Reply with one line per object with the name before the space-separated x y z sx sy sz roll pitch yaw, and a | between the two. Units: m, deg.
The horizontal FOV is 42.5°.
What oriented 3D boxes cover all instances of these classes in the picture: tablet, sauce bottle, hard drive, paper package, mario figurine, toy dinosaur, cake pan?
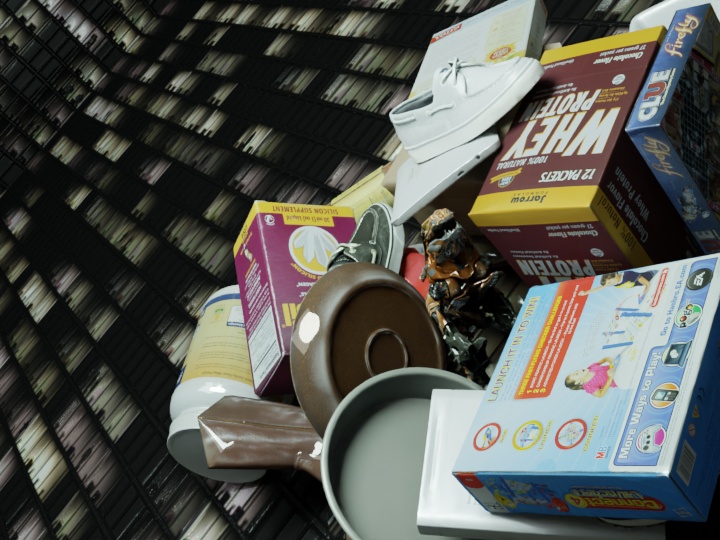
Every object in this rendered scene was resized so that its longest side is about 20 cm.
tablet | 0.084 -0.116 0.949 0.129 0.014 0.201 -38 15 17
sauce bottle | -0.017 -0.074 1.269 0.198 0.066 0.067 -31 36 22
hard drive | 0.152 0.164 0.785 0.196 0.027 0.134 -1 50 15
paper package | 0.150 -0.147 1.074 0.189 0.103 0.202 6 60 50
mario figurine | 0.050 0.032 1.097 0.199 0.104 0.126 -164 78 -65
toy dinosaur | 0.107 0.032 0.901 0.102 0.200 0.136 -43 48 -1
cake pan | 0.060 0.183 0.835 0.196 0.037 0.203 4 53 -6

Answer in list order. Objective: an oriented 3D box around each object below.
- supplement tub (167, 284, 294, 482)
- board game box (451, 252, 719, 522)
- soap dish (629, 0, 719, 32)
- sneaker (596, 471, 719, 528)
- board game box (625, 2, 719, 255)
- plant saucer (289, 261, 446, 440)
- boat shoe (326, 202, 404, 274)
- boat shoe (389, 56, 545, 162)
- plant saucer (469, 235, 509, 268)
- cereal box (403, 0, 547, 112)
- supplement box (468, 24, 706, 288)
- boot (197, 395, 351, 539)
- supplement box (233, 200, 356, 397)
supplement tub | -0.147 0.136 1.119 0.143 0.144 0.203 -20 41 34
board game box | 0.190 0.091 0.721 0.194 0.056 0.202 -14 38 48
soap dish | 0.383 -0.234 0.974 0.198 0.081 0.159 -19 42 35
sneaker | 0.255 0.128 0.707 0.198 0.080 0.075 -28 43 9
board game box | 0.311 -0.109 0.813 0.034 0.200 0.137 1 54 48
plant saucer | 0.019 0.089 0.929 0.032 0.199 0.203 -17 42 50
boat shoe | 0.000 0.000 1.001 0.070 0.063 0.203 -29 40 40
boat shoe | 0.097 -0.170 0.906 0.072 0.069 0.199 -47 14 -25
plant saucer | 0.178 -0.080 1.089 0.198 0.029 0.202 -30 36 25
cereal box | 0.134 -0.237 1.040 0.142 0.040 0.201 -18 30 28
supplement box | 0.235 -0.074 0.864 0.131 0.197 0.202 0 55 48
boot | -0.077 0.204 0.941 0.196 0.065 0.188 8 32 -2
supplement box | -0.064 0.031 1.070 0.104 0.128 0.203 -53 43 50
